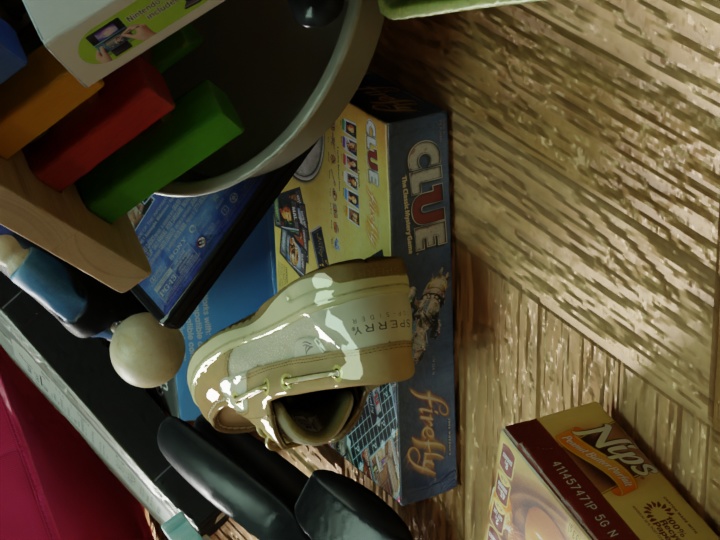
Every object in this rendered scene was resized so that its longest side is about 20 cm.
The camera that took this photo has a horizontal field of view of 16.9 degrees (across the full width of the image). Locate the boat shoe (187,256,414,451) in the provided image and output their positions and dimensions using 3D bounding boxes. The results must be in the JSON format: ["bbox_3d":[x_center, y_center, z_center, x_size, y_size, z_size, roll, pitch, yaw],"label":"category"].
[{"bbox_3d":[-0.031,0.054,1.183,0.200,0.074,0.067,138,122,-62],"label":"boat shoe"}]

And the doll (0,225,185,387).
[{"bbox_3d":[-0.160,-0.001,1.312,0.200,0.136,0.049,37,101,37],"label":"doll"}]

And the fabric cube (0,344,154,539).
[{"bbox_3d":[-0.264,0.178,1.588,0.201,0.199,0.196,67,-171,22],"label":"fabric cube"}]

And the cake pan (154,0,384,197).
[{"bbox_3d":[-0.062,-0.131,1.152,0.200,0.037,0.201,-11,74,40],"label":"cake pan"}]

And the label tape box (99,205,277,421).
[{"bbox_3d":[-0.100,0.005,1.402,0.200,0.066,0.144,31,129,60],"label":"label tape box"}]

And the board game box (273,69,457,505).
[{"bbox_3d":[0.000,0.000,1.221,0.135,0.034,0.201,35,132,56],"label":"board game box"}]

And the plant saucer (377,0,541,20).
[{"bbox_3d":[0.055,-0.210,0.986,0.200,0.048,0.201,5,107,64],"label":"plant saucer"}]

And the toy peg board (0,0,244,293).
[{"bbox_3d":[-0.155,-0.122,1.088,0.199,0.098,0.200,35,-156,-57],"label":"toy peg board"}]

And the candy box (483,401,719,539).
[{"bbox_3d":[0.100,0.173,1.068,0.116,0.055,0.201,51,144,44],"label":"candy box"}]

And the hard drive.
[{"bbox_3d":[-0.155,0.081,1.454,0.200,0.038,0.140,49,168,4],"label":"hard drive"}]

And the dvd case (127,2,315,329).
[{"bbox_3d":[-0.110,-0.086,1.222,0.200,0.018,0.143,46,107,32],"label":"dvd case"}]

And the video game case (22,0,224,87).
[{"bbox_3d":[-0.085,-0.206,1.025,0.200,0.181,0.045,62,-173,28],"label":"video game case"}]

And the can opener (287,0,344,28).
[{"bbox_3d":[-0.041,-0.195,1.069,0.063,0.078,0.201,41,-148,-48],"label":"can opener"}]

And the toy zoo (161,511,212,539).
[{"bbox_3d":[-0.047,0.216,1.328,0.200,0.020,0.131,57,169,-8],"label":"toy zoo"}]

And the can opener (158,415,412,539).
[{"bbox_3d":[-0.035,0.129,1.294,0.200,0.063,0.079,32,105,45],"label":"can opener"}]
